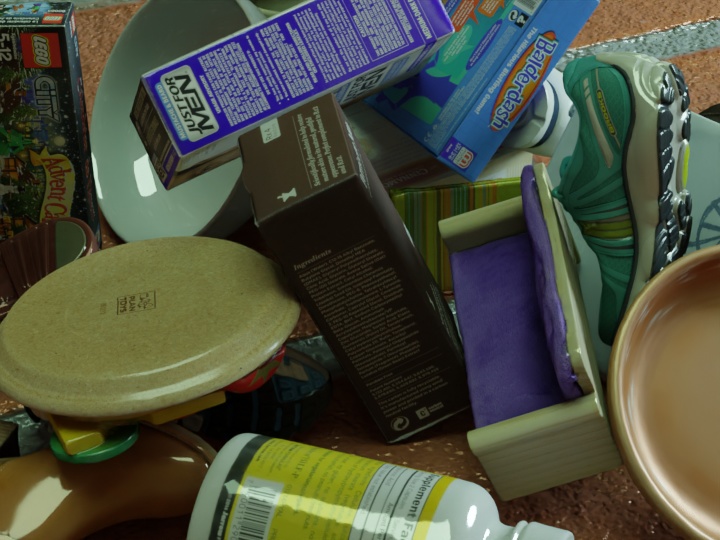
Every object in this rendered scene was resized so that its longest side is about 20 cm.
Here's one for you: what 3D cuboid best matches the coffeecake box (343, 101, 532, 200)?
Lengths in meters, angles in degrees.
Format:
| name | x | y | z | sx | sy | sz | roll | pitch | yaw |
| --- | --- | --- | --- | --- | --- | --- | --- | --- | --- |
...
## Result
| name | x | y | z | sx | sy | sz | roll | pitch | yaw |
| --- | --- | --- | --- | --- | --- | --- | --- | --- | --- |
| coffeecake box | 0.008 | -0.085 | 1.420 | 0.153 | 0.073 | 0.200 | -21 | 40 | -27 |

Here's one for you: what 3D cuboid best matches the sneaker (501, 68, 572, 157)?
| name | x | y | z | sx | sy | sz | roll | pitch | yaw |
| --- | --- | --- | --- | --- | --- | --- | --- | --- | --- |
| sneaker | 0.103 | -0.138 | 1.390 | 0.080 | 0.077 | 0.200 | 8 | 29 | -36 |

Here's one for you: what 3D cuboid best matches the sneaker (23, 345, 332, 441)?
| name | x | y | z | sx | sy | sz | roll | pitch | yaw |
| --- | --- | --- | --- | --- | --- | --- | --- | --- | --- |
| sneaker | -0.114 | 0.059 | 1.233 | 0.199 | 0.075 | 0.087 | 4 | 31 | 6 |

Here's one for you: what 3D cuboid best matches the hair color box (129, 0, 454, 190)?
| name | x | y | z | sx | sy | sz | roll | pitch | yaw |
| --- | --- | --- | --- | --- | --- | --- | --- | --- | --- |
| hair color box | -0.047 | -0.128 | 1.240 | 0.199 | 0.065 | 0.109 | -25 | -3 | -13 |

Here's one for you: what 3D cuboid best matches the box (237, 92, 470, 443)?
| name | x | y | z | sx | sy | sz | roll | pitch | yaw |
| --- | --- | --- | --- | --- | --- | --- | --- | --- | --- |
| box | 0.000 | 0.000 | 1.191 | 0.075 | 0.200 | 0.100 | -26 | 37 | 8 |

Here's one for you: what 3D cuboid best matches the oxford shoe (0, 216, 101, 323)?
| name | x | y | z | sx | sy | sz | roll | pitch | yaw |
| --- | --- | --- | --- | --- | --- | --- | --- | --- | --- |
| oxford shoe | -0.257 | 0.038 | 1.275 | 0.199 | 0.075 | 0.071 | -21 | 53 | 4 |

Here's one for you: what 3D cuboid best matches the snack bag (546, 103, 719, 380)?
| name | x | y | z | sx | sy | sz | roll | pitch | yaw |
| --- | --- | --- | --- | --- | --- | --- | --- | --- | --- |
| snack bag | 0.187 | -0.016 | 1.249 | 0.200 | 0.189 | 0.021 | 31 | 11 | 36 |

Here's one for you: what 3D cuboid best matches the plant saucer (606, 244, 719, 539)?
| name | x | y | z | sx | sy | sz | roll | pitch | yaw |
| --- | --- | --- | --- | --- | --- | --- | --- | --- | --- |
| plant saucer | 0.237 | 0.083 | 1.140 | 0.199 | 0.037 | 0.201 | 6 | 69 | -15 |

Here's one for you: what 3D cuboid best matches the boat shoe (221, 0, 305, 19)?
| name | x | y | z | sx | sy | sz | roll | pitch | yaw |
| --- | --- | --- | --- | --- | --- | --- | --- | --- | --- |
| boat shoe | -0.026 | -0.203 | 1.371 | 0.199 | 0.062 | 0.072 | -1 | 66 | 45 |

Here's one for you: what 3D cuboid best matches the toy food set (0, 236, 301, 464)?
| name | x | y | z | sx | sy | sz | roll | pitch | yaw |
| --- | --- | --- | --- | --- | --- | --- | --- | --- | --- |
| toy food set | -0.133 | 0.039 | 1.156 | 0.197 | 0.049 | 0.200 | -18 | 30 | -15 |

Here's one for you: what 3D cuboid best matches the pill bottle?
| name | x | y | z | sx | sy | sz | roll | pitch | yaw |
| --- | --- | --- | --- | --- | --- | --- | --- | --- | --- |
| pill bottle | 0.012 | 0.163 | 1.050 | 0.199 | 0.112 | 0.111 | 12 | 38 | 16 |

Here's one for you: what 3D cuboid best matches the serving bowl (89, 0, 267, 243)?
| name | x | y | z | sx | sy | sz | roll | pitch | yaw |
| --- | --- | --- | --- | --- | --- | --- | --- | --- | --- |
| serving bowl | -0.113 | -0.107 | 1.384 | 0.066 | 0.201 | 0.200 | 12 | 21 | -43 |

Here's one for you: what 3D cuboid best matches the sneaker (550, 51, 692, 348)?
| name | x | y | z | sx | sy | sz | roll | pitch | yaw |
| --- | --- | --- | --- | --- | --- | --- | --- | --- | --- |
| sneaker | 0.160 | -0.043 | 1.175 | 0.079 | 0.201 | 0.077 | 12 | 31 | 26 |

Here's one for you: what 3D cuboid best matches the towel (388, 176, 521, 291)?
| name | x | y | z | sx | sy | sz | roll | pitch | yaw |
| --- | --- | --- | --- | --- | --- | --- | --- | --- | --- |
| towel | 0.118 | -0.030 | 1.332 | 0.199 | 0.086 | 0.018 | -7 | 33 | -8 |

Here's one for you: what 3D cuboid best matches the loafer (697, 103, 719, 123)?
| name | x | y | z | sx | sy | sz | roll | pitch | yaw |
| --- | --- | --- | --- | --- | --- | --- | --- | --- | --- |
| loafer | 0.286 | -0.056 | 1.387 | 0.071 | 0.073 | 0.200 | -17 | 33 | -5 |

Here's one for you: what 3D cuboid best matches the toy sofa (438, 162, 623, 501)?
| name | x | y | z | sx | sy | sz | roll | pitch | yaw |
| --- | --- | --- | --- | --- | --- | --- | --- | --- | --- |
| toy sofa | 0.098 | 0.032 | 1.174 | 0.082 | 0.098 | 0.201 | -18 | 42 | 12 |

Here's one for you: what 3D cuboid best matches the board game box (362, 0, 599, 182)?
| name | x | y | z | sx | sy | sz | roll | pitch | yaw |
| --- | --- | --- | --- | --- | --- | --- | --- | --- | --- |
| board game box | 0.058 | -0.171 | 1.349 | 0.045 | 0.152 | 0.200 | 30 | 8 | -41 |

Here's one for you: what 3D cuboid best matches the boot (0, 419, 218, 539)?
| name | x | y | z | sx | sy | sz | roll | pitch | yaw |
| --- | --- | --- | --- | --- | --- | --- | --- | --- | --- |
| boot | -0.186 | 0.155 | 1.103 | 0.199 | 0.074 | 0.155 | -2 | 33 | 20 |

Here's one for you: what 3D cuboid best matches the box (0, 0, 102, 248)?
| name | x | y | z | sx | sy | sz | roll | pitch | yaw |
| --- | --- | --- | --- | --- | --- | --- | --- | --- | --- |
| box | -0.260 | -0.091 | 1.330 | 0.136 | 0.201 | 0.038 | 0 | 35 | 3 |
